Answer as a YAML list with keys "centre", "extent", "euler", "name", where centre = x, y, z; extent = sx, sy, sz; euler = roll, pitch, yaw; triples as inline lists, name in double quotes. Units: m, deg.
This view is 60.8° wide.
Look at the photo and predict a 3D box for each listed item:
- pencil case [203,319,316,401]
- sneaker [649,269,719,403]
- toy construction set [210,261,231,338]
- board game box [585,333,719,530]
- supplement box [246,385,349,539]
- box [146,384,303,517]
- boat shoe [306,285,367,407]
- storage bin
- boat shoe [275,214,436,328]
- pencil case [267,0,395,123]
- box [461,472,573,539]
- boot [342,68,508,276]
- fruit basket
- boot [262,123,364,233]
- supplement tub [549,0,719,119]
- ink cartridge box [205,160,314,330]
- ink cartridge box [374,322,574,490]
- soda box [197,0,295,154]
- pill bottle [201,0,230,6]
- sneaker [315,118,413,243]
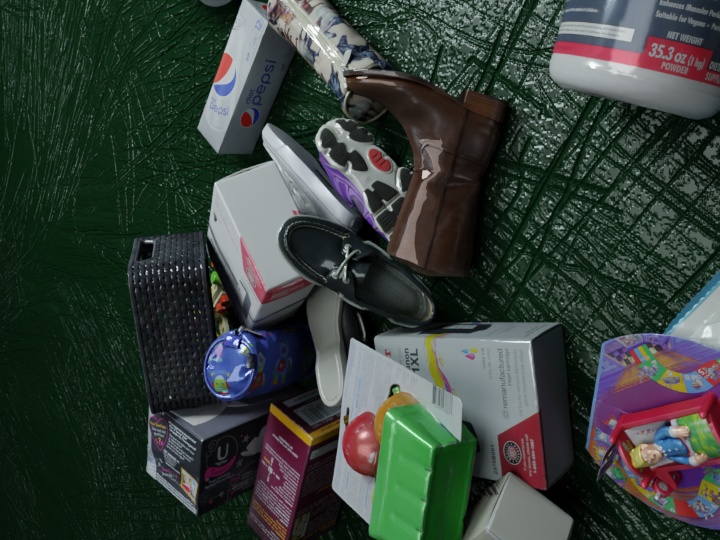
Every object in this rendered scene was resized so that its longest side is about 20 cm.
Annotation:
- centre: [-0.119, 0.111, 0.800]
  extent: [0.076, 0.199, 0.089]
  euler: [14, 95, 23]
  name: "pencil case"
- centre: [0.322, 0.023, 0.481]
  extent: [0.081, 0.076, 0.202]
  euler: [42, 129, 20]
  name: "sneaker"
- centre: [-0.203, 0.057, 0.932]
  extent: [0.198, 0.091, 0.134]
  euler: [-34, 50, 31]
  name: "toy construction set"
- centre: [0.266, 0.153, 0.520]
  extent: [0.156, 0.039, 0.204]
  euler: [22, 132, 36]
  name: "board game box"
- centre: [-0.076, 0.272, 0.842]
  extent: [0.085, 0.109, 0.205]
  euler: [29, 115, 34]
  name: "supplement box"
- centre: [-0.185, 0.227, 0.870]
  extent: [0.130, 0.198, 0.118]
  euler: [20, 109, 36]
  name: "box"
- centre: [-0.023, 0.075, 0.793]
  extent: [0.073, 0.059, 0.205]
  euler: [-35, 54, 40]
  name: "boat shoe"
- centre: [-0.237, 0.065, 0.801]
  extent: [0.136, 0.091, 0.205]
  euler: [-124, 29, -63]
  name: "storage bin"
- centre: [0.000, 0.000, 0.672]
  extent: [0.077, 0.196, 0.060]
  euler: [-66, 18, -4]
  name: "boat shoe"
- centre: [-0.038, -0.271, 0.734]
  extent: [0.077, 0.089, 0.201]
  euler: [-39, 67, 6]
  name: "pencil case"
- centre: [0.131, 0.292, 0.636]
  extent: [0.081, 0.069, 0.202]
  euler: [34, 140, 8]
  name: "box"
- centre: [0.049, -0.098, 0.653]
  extent: [0.181, 0.064, 0.205]
  euler: [15, 104, 6]
  name: "boot"
- centre: [0.035, 0.190, 0.649]
  extent: [0.199, 0.091, 0.191]
  euler: [21, 106, 60]
  name: "fruit basket"
- centre: [-0.086, -0.097, 0.805]
  extent: [0.096, 0.073, 0.201]
  euler: [-48, 66, 18]
  name: "boot"
- centre: [0.236, -0.230, 0.465]
  extent: [0.139, 0.139, 0.205]
  euler: [26, 114, 35]
  name: "supplement tub"
- centre: [-0.128, -0.019, 0.777]
  extent: [0.148, 0.083, 0.200]
  euler: [62, 158, 11]
  name: "ink cartridge box"
- centre: [0.118, 0.137, 0.666]
  extent: [0.196, 0.082, 0.150]
  euler: [-4, 95, 41]
  name: "ink cartridge box"
- centre: [-0.157, -0.263, 0.855]
  extent: [0.064, 0.067, 0.202]
  euler: [47, 125, 25]
  name: "soda box"
- centre: [-0.251, -0.466, 0.876]
  extent: [0.200, 0.111, 0.114]
  euler: [46, 124, 25]
  name: "pill bottle"
- centre: [0.021, -0.093, 0.737]
  extent: [0.201, 0.080, 0.084]
  euler: [52, 163, 13]
  name: "sneaker"
